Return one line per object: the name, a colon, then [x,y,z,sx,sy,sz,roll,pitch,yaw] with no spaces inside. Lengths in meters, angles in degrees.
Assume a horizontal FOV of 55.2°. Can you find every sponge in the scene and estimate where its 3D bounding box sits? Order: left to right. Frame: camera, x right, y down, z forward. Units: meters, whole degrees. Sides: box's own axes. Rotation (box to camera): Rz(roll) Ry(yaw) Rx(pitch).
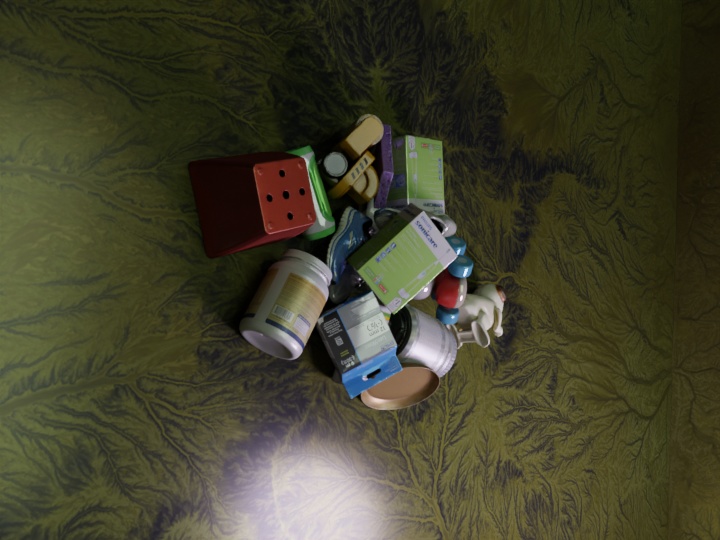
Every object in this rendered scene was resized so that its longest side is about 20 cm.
sponge: [0.053,-0.251,1.656,0.029,0.112,0.201,7,44,-6]

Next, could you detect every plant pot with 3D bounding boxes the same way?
plant pot: [-0.202,-0.145,1.403,0.199,0.175,0.202,-18,101,-44]
plant pot: [0.096,0.280,1.685,0.199,0.199,0.028,28,36,-40]

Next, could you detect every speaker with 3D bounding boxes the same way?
speaker: [-0.119,-0.174,1.548,0.088,0.088,0.202,-28,108,-41]

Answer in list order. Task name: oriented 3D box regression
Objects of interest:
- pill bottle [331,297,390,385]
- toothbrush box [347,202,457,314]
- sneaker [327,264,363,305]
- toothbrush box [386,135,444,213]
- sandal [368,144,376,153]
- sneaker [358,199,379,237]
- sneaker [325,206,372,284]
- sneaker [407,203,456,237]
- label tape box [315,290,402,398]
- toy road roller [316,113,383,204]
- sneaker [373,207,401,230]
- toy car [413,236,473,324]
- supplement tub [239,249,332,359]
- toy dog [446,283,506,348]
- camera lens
pill bottle: [-0.003,0.173,1.621,0.110,0.110,0.202,20,82,-42]
toothbrush box: [0.094,-0.027,1.555,0.200,0.086,0.146,-42,115,0]
sneaker: [0.000,0.000,1.635,0.076,0.115,0.201,54,55,-28]
toothbrush box: [0.140,-0.239,1.795,0.145,0.086,0.202,-3,89,-44]
sandal: [-0.014,-0.273,1.680,0.083,0.050,0.204,47,58,-32]
sneaker: [0.032,-0.121,1.709,0.080,0.070,0.202,-21,96,-44]
sneaker: [-0.024,-0.055,1.598,0.079,0.088,0.201,92,18,-64]
sneaker: [0.189,-0.106,1.725,0.199,0.092,0.076,9,109,-48]
label tape box: [0.001,0.165,1.532,0.142,0.066,0.202,-26,92,-13]
toy road roller: [-0.005,-0.245,1.591,0.146,0.123,0.200,43,78,-12]
sneaker: [0.097,-0.067,1.634,0.200,0.077,0.086,46,39,-34]
toy car: [0.170,0.019,1.798,0.198,0.178,0.186,6,124,-8]
supplement tub: [-0.154,0.071,1.461,0.144,0.144,0.201,43,60,-34]
toy dog: [0.332,0.110,1.960,0.199,0.139,0.195,-29,95,-45]
camera lens: [0.127,0.178,1.720,0.199,0.159,0.162,28,69,-40]
